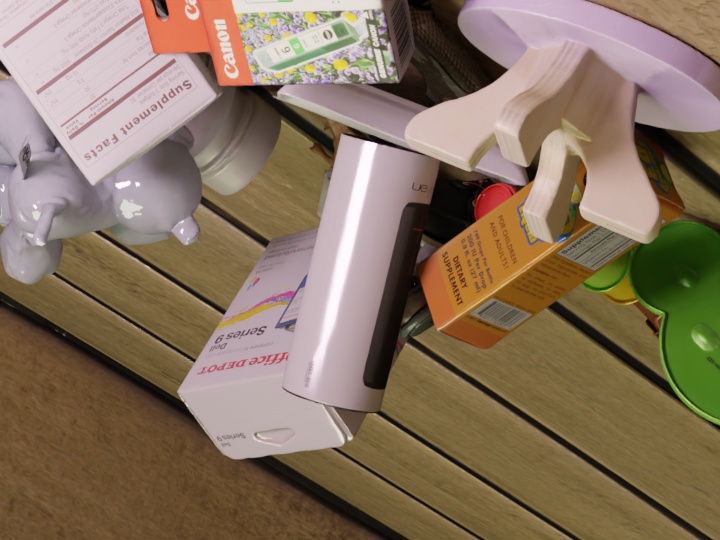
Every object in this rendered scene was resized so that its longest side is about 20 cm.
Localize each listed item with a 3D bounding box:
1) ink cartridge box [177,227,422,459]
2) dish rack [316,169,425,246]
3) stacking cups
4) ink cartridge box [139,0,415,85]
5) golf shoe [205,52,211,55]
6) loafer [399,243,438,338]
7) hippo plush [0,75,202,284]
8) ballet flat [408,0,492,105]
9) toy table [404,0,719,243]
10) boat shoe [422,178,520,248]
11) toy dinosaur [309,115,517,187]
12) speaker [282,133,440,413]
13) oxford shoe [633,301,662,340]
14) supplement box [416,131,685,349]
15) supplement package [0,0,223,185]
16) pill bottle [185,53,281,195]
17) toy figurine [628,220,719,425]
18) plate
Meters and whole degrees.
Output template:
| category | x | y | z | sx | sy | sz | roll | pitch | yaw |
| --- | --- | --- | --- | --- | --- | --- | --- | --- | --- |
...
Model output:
| category | x | y | z | sx | sy | sz | roll | pitch | yaw |
| --- | --- | --- | --- | --- | --- | --- | --- | --- | --- |
| ink cartridge box | -0.041 | 0.054 | 1.679 | 0.144 | 0.201 | 0.088 | -12 | 126 | 39 |
| dish rack | 0.046 | -0.050 | 1.855 | 0.170 | 0.044 | 0.200 | 26 | 166 | 1 |
| stacking cups | 0.164 | -0.029 | 1.603 | 0.060 | 0.061 | 0.199 | 14 | 172 | 42 |
| ink cartridge box | -0.070 | -0.182 | 1.362 | 0.198 | 0.051 | 0.110 | 1 | 127 | 19 |
| golf shoe | -0.097 | -0.210 | 1.480 | 0.091 | 0.076 | 0.200 | 13 | 162 | 34 |
| loafer | 0.068 | 0.001 | 1.668 | 0.063 | 0.072 | 0.200 | 52 | -151 | 5 |
| hippo plush | -0.214 | -0.086 | 1.642 | 0.159 | 0.161 | 0.200 | -9 | 171 | -19 |
| ballet flat | 0.064 | -0.153 | 1.461 | 0.067 | 0.047 | 0.200 | 17 | 168 | 36 |
| toy table | 0.137 | -0.102 | 1.345 | 0.199 | 0.118 | 0.184 | 19 | 164 | 31 |
| boat shoe | 0.094 | -0.049 | 1.641 | 0.200 | 0.063 | 0.074 | 18 | -146 | -34 |
| toy dinosaur | 0.021 | -0.082 | 1.703 | 0.199 | 0.061 | 0.106 | 33 | 141 | -10 |
| speaker | 0.000 | 0.000 | 1.517 | 0.080 | 0.202 | 0.081 | 14 | -176 | -1 |
| oxford shoe | 0.269 | 0.038 | 1.710 | 0.199 | 0.072 | 0.071 | 27 | 168 | 4 |
| supplement box | 0.138 | -0.024 | 1.481 | 0.199 | 0.067 | 0.069 | -36 | 143 | 26 |
| supplement package | -0.206 | -0.178 | 1.494 | 0.201 | 0.117 | 0.117 | 54 | -178 | -7 |
| pill bottle | -0.169 | -0.154 | 1.720 | 0.199 | 0.115 | 0.114 | 34 | 164 | -28 |
| toy figurine | 0.307 | 0.072 | 1.612 | 0.200 | 0.150 | 0.184 | 43 | 173 | 29 |
| plate | 0.031 | -0.115 | 1.566 | 0.198 | 0.033 | 0.200 | 19 | -178 | -5 |
